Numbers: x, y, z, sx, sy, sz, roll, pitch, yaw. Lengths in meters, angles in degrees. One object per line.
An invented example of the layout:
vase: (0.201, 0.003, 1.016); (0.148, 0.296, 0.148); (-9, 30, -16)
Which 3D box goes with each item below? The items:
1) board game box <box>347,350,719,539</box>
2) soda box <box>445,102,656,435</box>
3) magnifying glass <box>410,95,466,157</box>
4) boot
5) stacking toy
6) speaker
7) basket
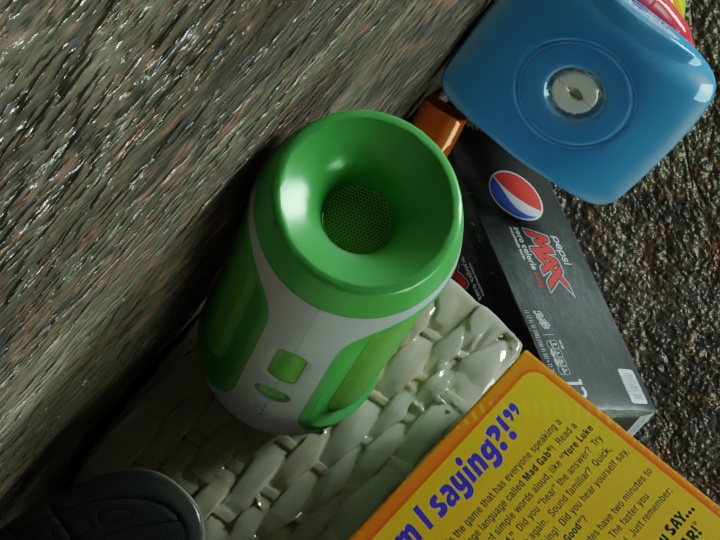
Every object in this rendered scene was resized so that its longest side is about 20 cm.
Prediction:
board game box: (0.067, 0.204, 1.029); (0.200, 0.200, 0.200); (-44, 167, -30)
soda box: (0.076, 0.011, 1.220); (0.063, 0.201, 0.071); (3, 141, -34)
magnifying glass: (0.000, 0.000, 1.233); (0.201, 0.079, 0.022); (-62, 168, 21)
boot: (-0.143, 0.154, 1.018); (0.204, 0.074, 0.154); (-44, 179, 5)
stacking toy: (0.131, -0.139, 1.227); (0.110, 0.116, 0.200); (-49, -171, 35)
speaker: (-0.016, 0.006, 0.948); (0.089, 0.088, 0.200); (-48, 176, -21)
basket: (-0.032, 0.077, 1.099); (0.200, 0.135, 0.123); (-48, 172, -22)
